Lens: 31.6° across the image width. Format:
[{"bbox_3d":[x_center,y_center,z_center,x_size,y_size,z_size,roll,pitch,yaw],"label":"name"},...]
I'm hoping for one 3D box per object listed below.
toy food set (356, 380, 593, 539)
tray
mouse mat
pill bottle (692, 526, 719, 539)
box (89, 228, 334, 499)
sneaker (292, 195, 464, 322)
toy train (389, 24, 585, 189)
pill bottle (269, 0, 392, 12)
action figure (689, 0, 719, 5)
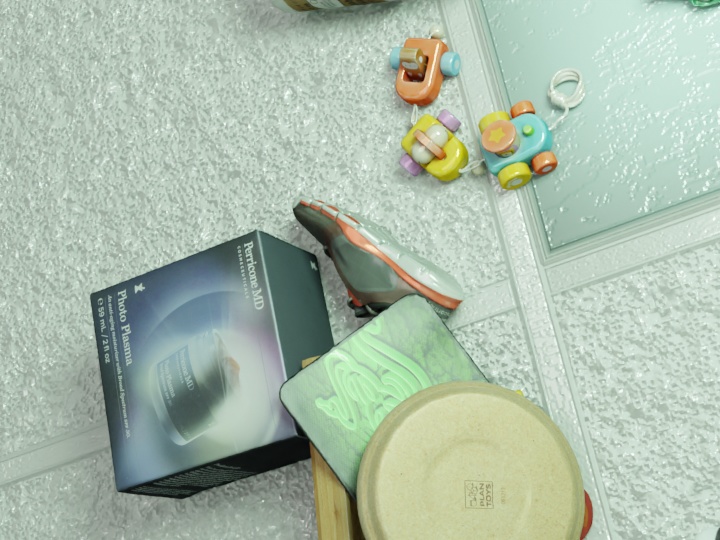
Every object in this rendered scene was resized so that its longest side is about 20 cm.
[{"bbox_3d":[0.094,0.190,1.057,0.198,0.049,0.200,-13,75,-12],"label":"toy food set"},{"bbox_3d":[-0.004,0.180,1.130,0.037,0.099,0.200,-16,71,29],"label":"tray"},{"bbox_3d":[0.047,0.136,1.096,0.161,0.008,0.200,-35,80,-16],"label":"mouse mat"},{"bbox_3d":[0.307,0.246,0.949,0.200,0.111,0.112,-6,75,26],"label":"pill bottle"},{"bbox_3d":[-0.133,0.092,1.206,0.198,0.123,0.200,-20,70,20],"label":"box"},{"bbox_3d":[0.000,0.000,1.188,0.200,0.077,0.082,36,102,30],"label":"sneaker"},{"bbox_3d":[0.099,-0.155,1.183,0.200,0.056,0.151,15,86,29],"label":"toy train"},{"bbox_3d":[0.006,-0.317,1.235,0.200,0.114,0.115,-1,77,27],"label":"pill bottle"},{"bbox_3d":[0.340,-0.288,1.096,0.200,0.055,0.118,-27,70,24],"label":"action figure"}]
